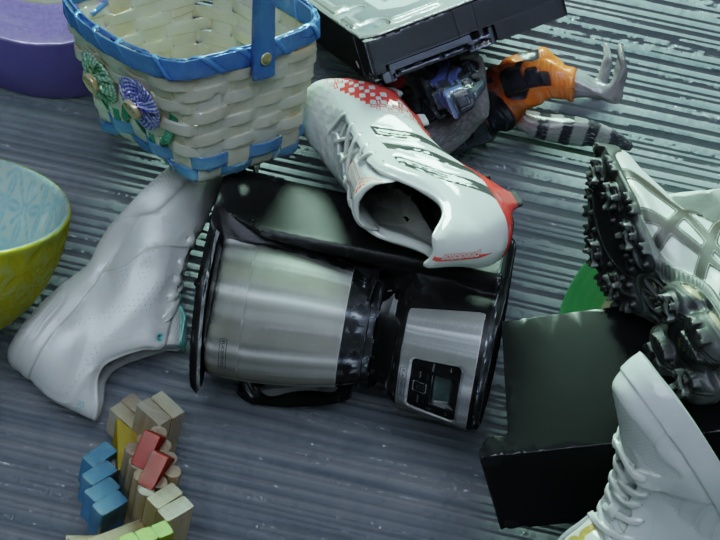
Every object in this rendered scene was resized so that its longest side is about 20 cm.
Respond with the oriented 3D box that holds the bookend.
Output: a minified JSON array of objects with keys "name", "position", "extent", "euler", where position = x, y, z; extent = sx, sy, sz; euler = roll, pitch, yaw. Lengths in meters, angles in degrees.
[{"name":"bookend","position":[0.175,0.047,1.463],"extent":[0.198,0.092,0.200],"euler":[-8,54,8]}]

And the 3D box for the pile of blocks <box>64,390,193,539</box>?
[{"name":"pile of blocks","position":[-0.143,0.145,1.446],"extent":[0.081,0.062,0.201],"euler":[1,43,-16]}]

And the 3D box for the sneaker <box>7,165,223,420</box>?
[{"name":"sneaker","position":[-0.141,0.011,1.541],"extent":[0.088,0.075,0.200],"euler":[39,82,7]}]

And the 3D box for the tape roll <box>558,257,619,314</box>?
[{"name":"tape roll","position":[0.226,0.063,1.535],"extent":[0.198,0.048,0.202],"euler":[0,68,-1]}]

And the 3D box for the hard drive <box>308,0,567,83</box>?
[{"name":"hard drive","position":[0.042,-0.182,1.559],"extent":[0.139,0.200,0.038],"euler":[-21,111,-8]}]

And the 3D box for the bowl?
[{"name":"bowl","position":[-0.290,0.001,1.505],"extent":[0.198,0.200,0.109],"euler":[8,112,2]}]

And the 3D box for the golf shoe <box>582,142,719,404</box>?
[{"name":"golf shoe","position":[0.200,-0.002,1.399],"extent":[0.094,0.078,0.201],"euler":[-10,50,-18]}]

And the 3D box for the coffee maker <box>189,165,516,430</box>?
[{"name":"coffee maker","position":[0.000,0.000,1.509],"extent":[0.198,0.135,0.194],"euler":[9,67,2]}]

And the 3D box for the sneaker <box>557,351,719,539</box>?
[{"name":"sneaker","position":[0.159,0.140,1.338],"extent":[0.115,0.201,0.074],"euler":[-30,42,2]}]

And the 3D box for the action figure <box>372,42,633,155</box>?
[{"name":"action figure","position":[0.086,-0.107,1.557],"extent":[0.192,0.200,0.105],"euler":[-11,109,2]}]

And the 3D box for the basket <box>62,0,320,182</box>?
[{"name":"basket","position":[-0.108,-0.169,1.478],"extent":[0.138,0.202,0.176],"euler":[-16,29,-34]}]

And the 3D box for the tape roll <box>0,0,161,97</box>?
[{"name":"tape roll","position":[-0.213,-0.229,1.620],"extent":[0.198,0.085,0.202],"euler":[1,69,-1]}]

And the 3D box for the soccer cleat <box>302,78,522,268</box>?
[{"name":"soccer cleat","position":[0.014,-0.062,1.452],"extent":[0.085,0.069,0.200],"euler":[-15,42,-39]}]
